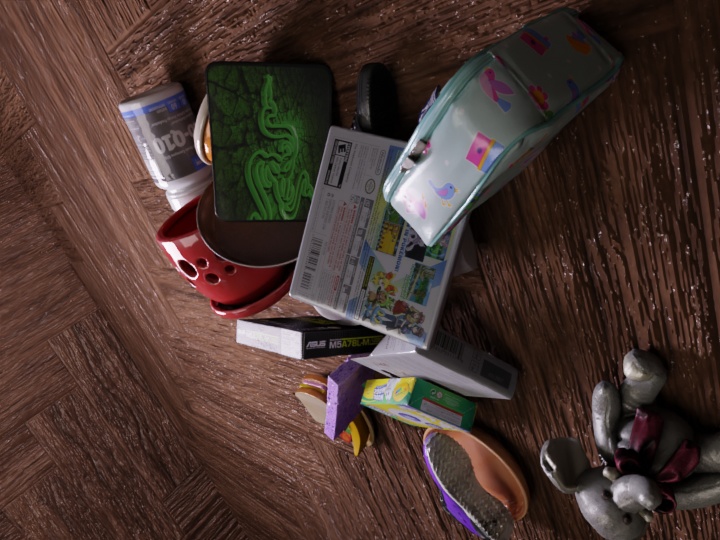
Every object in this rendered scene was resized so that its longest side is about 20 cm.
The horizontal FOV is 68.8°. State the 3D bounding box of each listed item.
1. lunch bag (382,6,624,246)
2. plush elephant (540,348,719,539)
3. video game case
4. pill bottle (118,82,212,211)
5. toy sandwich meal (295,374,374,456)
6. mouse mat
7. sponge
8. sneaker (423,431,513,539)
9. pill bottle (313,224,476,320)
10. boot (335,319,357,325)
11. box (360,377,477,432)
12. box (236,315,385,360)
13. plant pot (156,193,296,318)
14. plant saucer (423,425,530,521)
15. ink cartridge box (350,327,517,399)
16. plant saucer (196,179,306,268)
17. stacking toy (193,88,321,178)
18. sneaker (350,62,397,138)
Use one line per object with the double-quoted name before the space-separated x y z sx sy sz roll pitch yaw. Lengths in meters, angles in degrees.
"lunch bag" 0.108 -0.113 0.430 0.077 0.199 0.161 49 148 6
"plush elephant" 0.288 0.213 0.553 0.164 0.154 0.201 40 144 16
"video game case" 0.022 -0.040 0.574 0.180 0.022 0.203 18 98 24
"pill bottle" -0.331 -0.216 0.936 0.113 0.113 0.202 12 130 43
"toy sandwich meal" -0.054 0.313 1.129 0.204 0.070 0.207 31 141 29
"mouse mat" -0.115 -0.161 0.681 0.008 0.158 0.203 -102 12 -69
"sponge" -0.018 0.222 0.968 0.030 0.111 0.202 33 141 22
"sneaker" 0.153 0.357 0.860 0.201 0.069 0.099 54 148 -2
"pill bottle" 0.035 -0.014 0.641 0.197 0.113 0.114 -18 110 26
"boot" 0.000 0.000 0.784 0.199 0.072 0.146 -22 103 47
"box" 0.080 0.213 0.840 0.116 0.049 0.200 26 161 -15
"box" -0.074 0.105 0.865 0.198 0.191 0.048 2 92 49
"plant pot" -0.212 -0.035 0.890 0.199 0.200 0.184 10 134 45
"plant saucer" 0.194 0.327 0.878 0.199 0.037 0.202 30 140 29
"ink cartridge box" 0.097 0.132 0.750 0.161 0.058 0.199 27 163 -19
"plant saucer" -0.130 -0.082 0.748 0.199 0.200 0.032 36 154 22
"stacking toy" -0.113 -0.176 0.727 0.198 0.147 0.147 29 143 5
"sneaker" -0.002 -0.152 0.651 0.103 0.060 0.202 17 136 35
